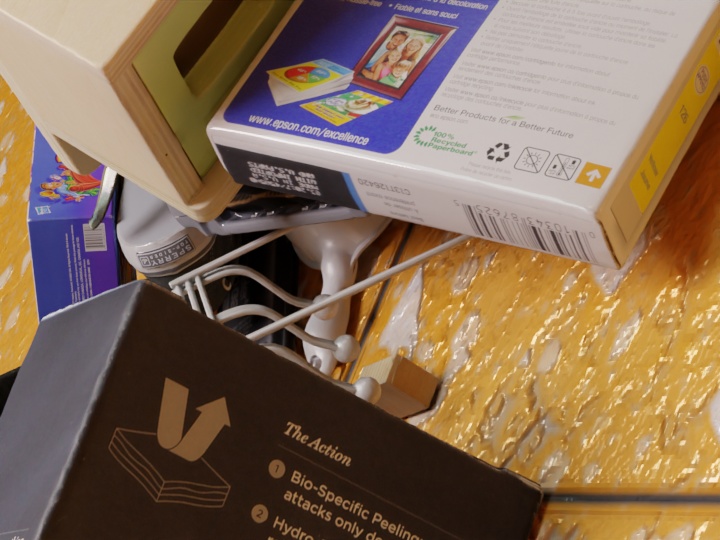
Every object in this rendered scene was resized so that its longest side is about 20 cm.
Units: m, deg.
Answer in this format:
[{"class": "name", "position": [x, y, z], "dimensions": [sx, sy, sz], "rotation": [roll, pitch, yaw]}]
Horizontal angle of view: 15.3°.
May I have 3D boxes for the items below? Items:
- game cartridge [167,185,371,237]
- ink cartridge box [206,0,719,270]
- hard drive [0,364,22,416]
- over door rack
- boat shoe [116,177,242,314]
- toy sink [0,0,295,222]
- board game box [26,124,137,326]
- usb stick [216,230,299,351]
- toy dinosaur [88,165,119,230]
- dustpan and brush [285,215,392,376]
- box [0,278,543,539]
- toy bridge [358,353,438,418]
[{"class": "game cartridge", "position": [0.000, -0.074, 1.266], "dimensions": [0.133, 0.042, 0.200], "rotation": [-50, 21, -24]}, {"class": "ink cartridge box", "position": [0.065, -0.104, 1.149], "dimensions": [0.197, 0.047, 0.200], "rotation": [13, 55, 34]}, {"class": "hard drive", "position": [-0.185, 0.108, 1.369], "dimensions": [0.139, 0.033, 0.200], "rotation": [-26, -21, -51]}, {"class": "over door rack", "position": [0.000, 0.000, 1.245], "dimensions": [0.200, 0.067, 0.148], "rotation": [-37, 18, 2]}, {"class": "boat shoe", "position": [-0.089, -0.050, 1.419], "dimensions": [0.068, 0.057, 0.200], "rotation": [-17, 33, 17]}, {"class": "toy sink", "position": [-0.085, -0.112, 1.222], "dimensions": [0.130, 0.112, 0.200], "rotation": [-53, -24, -14]}, {"class": "board game box", "position": [-0.147, 0.015, 1.464], "dimensions": [0.135, 0.045, 0.201], "rotation": [-95, 2, -54]}, {"class": "usb stick", "position": [-0.054, 0.001, 1.442], "dimensions": [0.055, 0.033, 0.200], "rotation": [-39, 29, 29]}, {"class": "toy dinosaur", "position": [-0.067, -0.105, 1.349], "dimensions": [0.200, 0.047, 0.088], "rotation": [-39, 22, 8]}, {"class": "dustpan and brush", "position": [-0.011, -0.031, 1.374], "dimensions": [0.139, 0.057, 0.200], "rotation": [-26, 33, 45]}, {"class": "box", "position": [-0.061, 0.139, 1.070], "dimensions": [0.117, 0.196, 0.201], "rotation": [-18, 47, 61]}, {"class": "toy bridge", "position": [-0.019, 0.136, 1.207], "dimensions": [0.067, 0.027, 0.201], "rotation": [-24, 42, 56]}]
